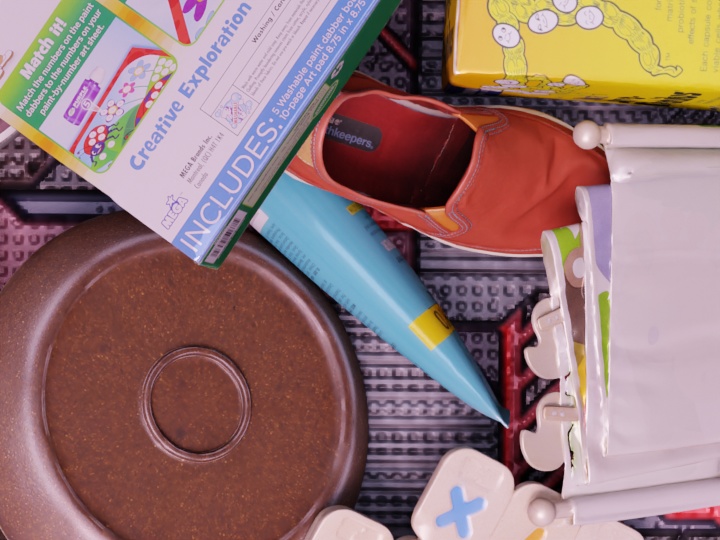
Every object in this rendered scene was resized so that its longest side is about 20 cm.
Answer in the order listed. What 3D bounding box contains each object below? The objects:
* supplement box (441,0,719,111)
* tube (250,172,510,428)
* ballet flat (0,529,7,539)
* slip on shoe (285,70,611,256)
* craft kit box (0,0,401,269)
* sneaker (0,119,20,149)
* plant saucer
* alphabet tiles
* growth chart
[{"bbox_3d":[0.141,-0.133,0.967,0.199,0.109,0.110,4,91,0],"label":"supplement box"},{"bbox_3d":[0.000,0.000,0.989,0.050,0.077,0.200,-44,88,9],"label":"tube"},{"bbox_3d":[-0.181,0.129,0.972,0.067,0.046,0.201,-37,123,-35],"label":"ballet flat"},{"bbox_3d":[0.045,-0.047,0.965,0.199,0.061,0.074,16,99,-29],"label":"slip on shoe"},{"bbox_3d":[-0.085,-0.137,0.872,0.197,0.049,0.200,36,93,8],"label":"craft kit box"},{"bbox_3d":[-0.230,-0.096,0.931,0.200,0.116,0.076,-25,48,-26],"label":"sneaker"},{"bbox_3d":[-0.080,0.064,0.960,0.200,0.034,0.201,6,75,-25],"label":"plant saucer"},{"bbox_3d":[0.045,0.189,0.986,0.200,0.015,0.196,27,91,-22],"label":"alphabet tiles"},{"bbox_3d":[0.140,0.023,0.987,0.144,0.018,0.201,5,90,-25],"label":"growth chart"}]
